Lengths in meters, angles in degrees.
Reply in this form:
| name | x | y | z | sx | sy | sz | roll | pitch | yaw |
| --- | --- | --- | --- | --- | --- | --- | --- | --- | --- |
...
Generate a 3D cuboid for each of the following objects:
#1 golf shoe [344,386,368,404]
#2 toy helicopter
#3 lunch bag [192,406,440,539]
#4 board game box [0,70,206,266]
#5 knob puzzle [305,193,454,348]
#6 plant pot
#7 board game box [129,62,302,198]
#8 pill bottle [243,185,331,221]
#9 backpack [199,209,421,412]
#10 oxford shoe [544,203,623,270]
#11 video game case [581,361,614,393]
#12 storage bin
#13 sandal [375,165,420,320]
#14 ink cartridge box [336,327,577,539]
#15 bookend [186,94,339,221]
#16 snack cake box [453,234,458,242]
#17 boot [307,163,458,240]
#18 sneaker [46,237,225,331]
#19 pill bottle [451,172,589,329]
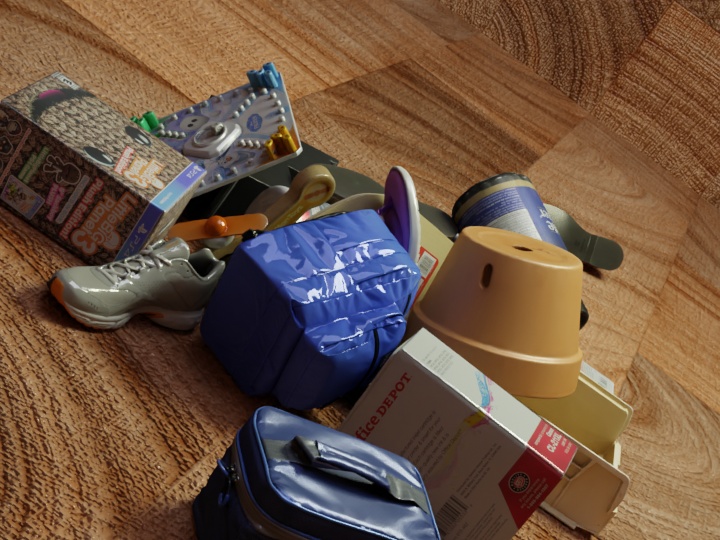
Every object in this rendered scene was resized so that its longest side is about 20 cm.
| name | x | y | z | sx | sy | sz | roll | pitch | yaw |
| --- | --- | --- | --- | --- | --- | --- | --- | --- | --- |
| golf shoe | 0.045 | 0.150 | 1.559 | 0.200 | 0.078 | 0.097 | 30 | 40 | -4 |
| toy helicopter | -0.112 | -0.041 | 1.515 | 0.132 | 0.200 | 0.079 | 38 | 13 | -49 |
| lunch bag | -0.039 | 0.201 | 1.208 | 0.200 | 0.132 | 0.136 | 24 | 24 | -28 |
| board game box | -0.287 | -0.102 | 1.522 | 0.200 | 0.097 | 0.159 | 34 | 21 | -3 |
| knob puzzle | 0.000 | 0.000 | 1.616 | 0.220 | 0.220 | 0.030 | 21 | -1 | -34 |
| plant pot | 0.157 | 0.038 | 1.581 | 0.200 | 0.140 | 0.200 | 13 | 13 | -3 |
| board game box | -0.177 | -0.159 | 1.689 | 0.200 | 0.200 | 0.026 | -107 | 174 | -54 |
| pill bottle | -0.035 | -0.013 | 1.681 | 0.200 | 0.120 | 0.120 | 20 | 26 | -33 |
| backpack | -0.035 | 0.041 | 1.468 | 0.200 | 0.163 | 0.168 | -22 | 67 | -43 |
| oxford shoe | 0.344 | -0.054 | 2.441 | 0.200 | 0.071 | 0.071 | 29 | -6 | -17 |
| video game case | 0.257 | 0.144 | 1.927 | 0.182 | 0.023 | 0.200 | 35 | 22 | -1 |
| storage bin | 0.223 | 0.185 | 1.689 | 0.198 | 0.094 | 0.200 | 35 | 21 | -1 |
| sandal | 0.027 | -0.012 | 1.567 | 0.050 | 0.203 | 0.082 | -1 | 11 | -24 |
| ink cartridge box | 0.089 | 0.176 | 1.431 | 0.200 | 0.146 | 0.083 | 38 | 24 | 6 |
| bookend | -0.113 | -0.095 | 1.778 | 0.200 | 0.092 | 0.199 | 25 | 25 | -28 |
| snack cake box | 0.085 | -0.001 | 1.845 | 0.200 | 0.115 | 0.067 | 34 | 21 | -5 |
| boot | 0.014 | -0.062 | 1.752 | 0.200 | 0.075 | 0.074 | 25 | 36 | -13 |
| sneaker | -0.217 | 0.003 | 1.414 | 0.076 | 0.092 | 0.200 | 46 | 24 | 28 |
| pill bottle | 0.196 | -0.010 | 1.750 | 0.112 | 0.112 | 0.200 | 10 | 48 | -48 |
